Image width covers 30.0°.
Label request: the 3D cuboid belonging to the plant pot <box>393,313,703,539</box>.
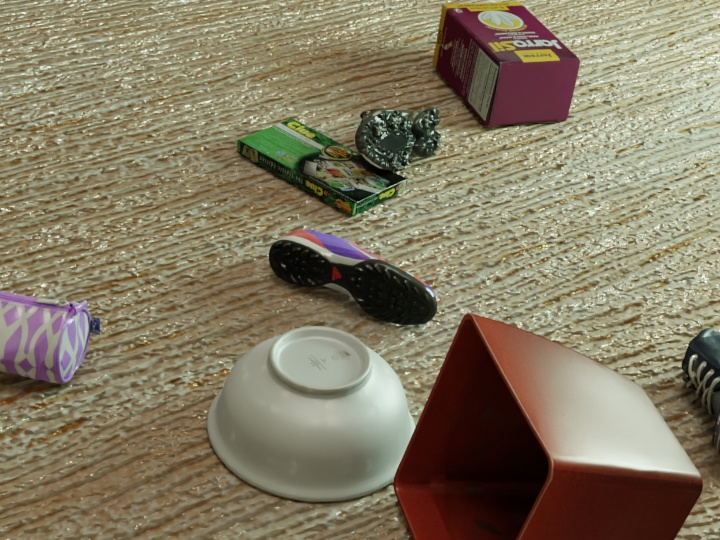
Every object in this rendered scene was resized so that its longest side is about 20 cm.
[{"bbox_3d":[0.163,0.180,1.129,0.176,0.200,0.200,8,31,-23],"label":"plant pot"}]

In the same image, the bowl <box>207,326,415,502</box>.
[{"bbox_3d":[-0.041,0.116,1.257,0.200,0.091,0.201,5,34,-4],"label":"bowl"}]

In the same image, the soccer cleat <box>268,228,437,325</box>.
[{"bbox_3d":[0.000,0.000,1.463,0.199,0.068,0.073,19,31,20],"label":"soccer cleat"}]

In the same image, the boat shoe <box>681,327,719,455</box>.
[{"bbox_3d":[0.362,0.123,1.355,0.092,0.075,0.200,15,26,23],"label":"boat shoe"}]

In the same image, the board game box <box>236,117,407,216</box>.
[{"bbox_3d":[-0.050,-0.132,1.685,0.200,0.024,0.105,31,41,30],"label":"board game box"}]

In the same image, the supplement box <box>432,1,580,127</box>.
[{"bbox_3d":[0.202,-0.296,1.907,0.130,0.103,0.200,-6,37,-22],"label":"supplement box"}]

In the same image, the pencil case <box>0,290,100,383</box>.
[{"bbox_3d":[-0.359,0.050,1.296,0.199,0.086,0.084,11,32,6],"label":"pencil case"}]

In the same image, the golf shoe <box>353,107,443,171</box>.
[{"bbox_3d":[0.027,-0.167,1.699,0.094,0.078,0.200,5,9,27],"label":"golf shoe"}]
